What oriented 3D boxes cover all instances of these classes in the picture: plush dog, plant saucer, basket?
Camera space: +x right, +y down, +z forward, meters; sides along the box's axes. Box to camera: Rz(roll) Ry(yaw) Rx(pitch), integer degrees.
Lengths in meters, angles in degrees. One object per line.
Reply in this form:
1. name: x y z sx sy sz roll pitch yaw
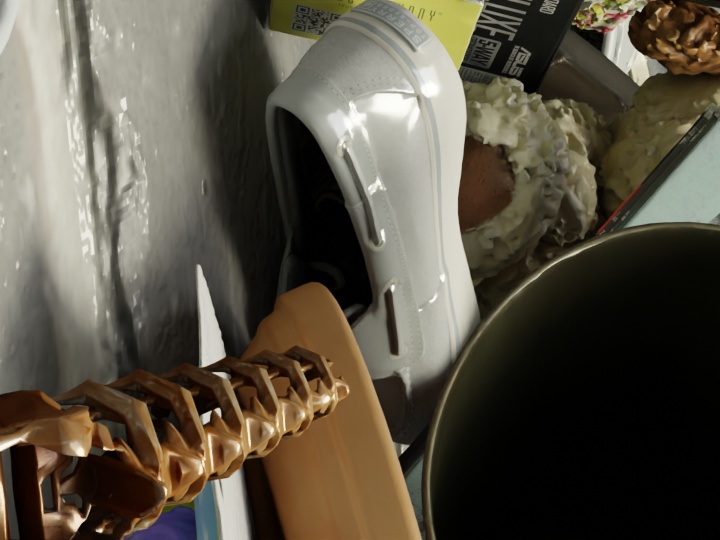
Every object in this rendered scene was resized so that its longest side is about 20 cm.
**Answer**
1. plush dog: 0.112 -0.011 0.899 0.161 0.171 0.201 -107 173 -77
2. plant saucer: -0.006 0.105 0.705 0.200 0.037 0.202 167 -90 -83
3. basket: 0.083 0.115 0.718 0.201 0.135 0.181 95 20 -50

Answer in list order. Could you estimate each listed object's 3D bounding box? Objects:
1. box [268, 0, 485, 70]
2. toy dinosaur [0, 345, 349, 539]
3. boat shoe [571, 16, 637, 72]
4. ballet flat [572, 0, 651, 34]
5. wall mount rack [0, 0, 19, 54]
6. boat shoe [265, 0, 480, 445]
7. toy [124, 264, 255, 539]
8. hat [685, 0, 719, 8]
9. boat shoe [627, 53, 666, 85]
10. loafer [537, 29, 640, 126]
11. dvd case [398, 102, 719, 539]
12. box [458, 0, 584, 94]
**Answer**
1. box: 0.020 -0.175 0.800 0.050 0.075 0.202 110 -10 -66
2. toy dinosaur: -0.100 0.044 0.356 0.199 0.135 0.103 13 96 -30
3. boat shoe: 0.101 -0.173 1.060 0.069 0.071 0.202 -60 155 -56
4. ballet flat: 0.145 -0.147 0.954 0.064 0.199 0.076 28 69 -29
5. wall mount rack: -0.065 -0.151 0.554 0.174 0.074 0.202 -37 127 -67
6. boat shoe: 0.000 0.000 0.786 0.068 0.072 0.201 -37 150 -28
7. toy: -0.048 0.105 0.658 0.201 0.047 0.116 79 1 -55
8. hat: 0.155 -0.188 0.831 0.081 0.199 0.202 49 42 -36
9. boat shoe: 0.129 -0.124 1.173 0.062 0.071 0.201 -23 126 -23
10. loafer: 0.119 -0.035 1.000 0.072 0.199 0.073 -56 178 -27
11. dvd case: 0.113 0.061 0.821 0.146 0.200 0.022 40 8 -16
12. box: 0.073 -0.172 0.889 0.200 0.049 0.159 114 -12 -64
